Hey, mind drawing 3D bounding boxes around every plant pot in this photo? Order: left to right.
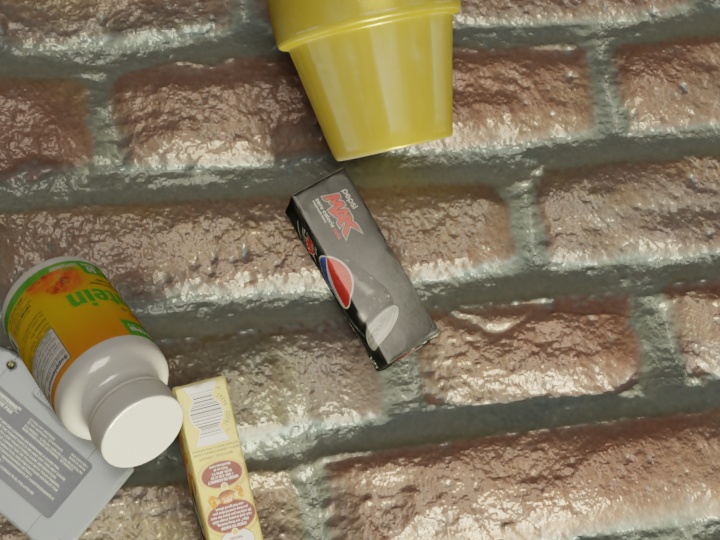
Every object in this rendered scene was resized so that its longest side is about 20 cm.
[{"bbox_3d":[0.017,-0.220,1.284,0.198,0.201,0.191,-14,96,-13],"label":"plant pot"}]

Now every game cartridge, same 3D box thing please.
[{"bbox_3d":[-0.326,0.168,1.204,0.200,0.042,0.133,40,69,0],"label":"game cartridge"}]

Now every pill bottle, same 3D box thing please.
[{"bbox_3d":[-0.247,0.086,1.153,0.110,0.112,0.200,-33,51,-15],"label":"pill bottle"}]

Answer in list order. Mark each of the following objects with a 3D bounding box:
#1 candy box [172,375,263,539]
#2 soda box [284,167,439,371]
[{"bbox_3d":[-0.135,0.210,1.187,0.055,0.115,0.202,-12,80,-12],"label":"candy box"},{"bbox_3d":[0.000,0.000,1.288,0.070,0.063,0.201,-29,83,-15],"label":"soda box"}]
